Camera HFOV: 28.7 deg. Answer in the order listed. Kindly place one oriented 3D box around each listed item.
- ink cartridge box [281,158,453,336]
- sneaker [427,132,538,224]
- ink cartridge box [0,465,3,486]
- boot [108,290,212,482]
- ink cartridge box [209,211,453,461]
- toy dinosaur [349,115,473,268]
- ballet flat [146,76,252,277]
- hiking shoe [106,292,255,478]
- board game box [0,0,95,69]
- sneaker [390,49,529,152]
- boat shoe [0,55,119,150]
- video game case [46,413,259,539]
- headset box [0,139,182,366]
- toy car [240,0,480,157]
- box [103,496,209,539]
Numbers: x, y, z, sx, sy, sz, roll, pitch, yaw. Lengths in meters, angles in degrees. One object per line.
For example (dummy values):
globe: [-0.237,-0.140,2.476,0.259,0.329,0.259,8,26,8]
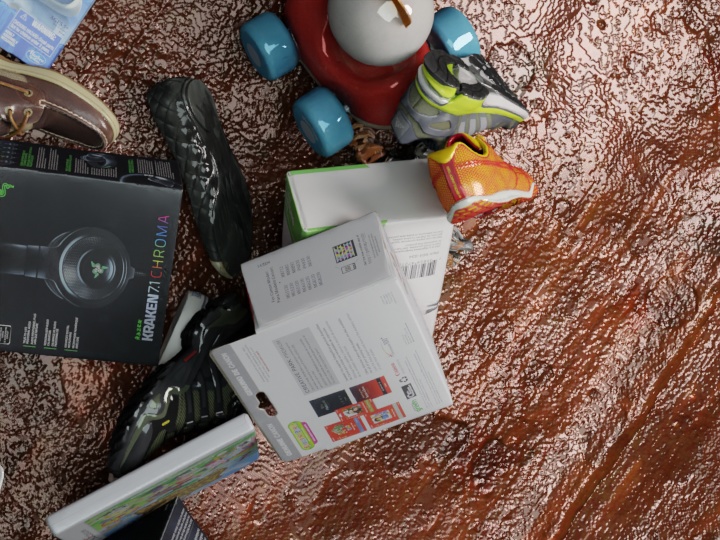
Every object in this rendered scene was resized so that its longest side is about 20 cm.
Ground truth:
ink cartridge box: [0.000,0.000,1.335,0.144,0.085,0.201,-6,137,-14]
sneaker: [0.111,-0.088,1.261,0.072,0.200,0.078,-21,86,14]
ink cartridge box: [-0.434,0.210,1.277,0.198,0.125,0.130,15,95,-17]
boot: [-0.167,0.128,1.364,0.090,0.073,0.202,25,91,-12]
ink cartridge box: [-0.029,0.067,1.267,0.174,0.084,0.201,-21,138,4]
toy dinosaur: [0.052,-0.096,1.382,0.135,0.102,0.200,-37,126,9]
ballet flat: [-0.150,-0.089,1.353,0.066,0.056,0.202,-34,114,-52]
hiking shoe: [-0.149,0.122,1.299,0.100,0.076,0.201,40,78,-13]
board game box: [-0.314,-0.315,1.266,0.199,0.043,0.200,34,88,-18]
sneaker: [0.088,-0.150,1.289,0.081,0.199,0.074,-44,69,23]
boat shoe: [-0.317,-0.148,1.266,0.198,0.072,0.073,26,59,-14]
video game case: [-0.187,0.203,1.321,0.198,0.182,0.022,-28,77,-10]
headset box: [-0.272,-0.018,1.283,0.198,0.093,0.176,7,108,-13]
toy car: [0.005,-0.236,1.264,0.183,0.200,0.178,-32,77,-14]
box: [-0.206,0.361,1.338,0.199,0.123,0.199,-30,103,13]
